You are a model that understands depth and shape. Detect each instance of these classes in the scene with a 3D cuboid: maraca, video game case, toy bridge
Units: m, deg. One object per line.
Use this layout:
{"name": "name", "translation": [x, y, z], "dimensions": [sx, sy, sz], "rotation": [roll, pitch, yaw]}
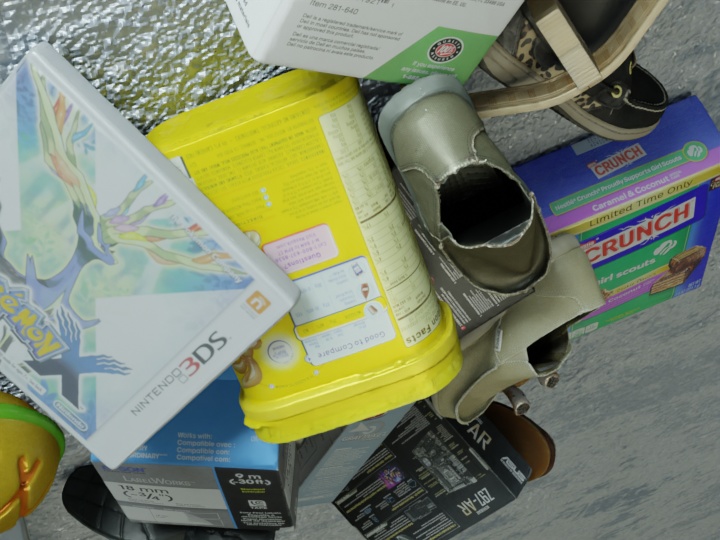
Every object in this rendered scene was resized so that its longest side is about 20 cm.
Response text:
{"name": "maraca", "translation": [-0.305, 0.138, 0.786], "dimensions": [0.137, 0.108, 0.199], "rotation": [-47, 144, 20]}
{"name": "video game case", "translation": [-0.164, 0.002, 0.640], "dimensions": [0.200, 0.022, 0.182], "rotation": [44, 116, -10]}
{"name": "toy bridge", "translation": [0.122, -0.137, 0.647], "dimensions": [0.198, 0.027, 0.067], "rotation": [-30, 132, 20]}

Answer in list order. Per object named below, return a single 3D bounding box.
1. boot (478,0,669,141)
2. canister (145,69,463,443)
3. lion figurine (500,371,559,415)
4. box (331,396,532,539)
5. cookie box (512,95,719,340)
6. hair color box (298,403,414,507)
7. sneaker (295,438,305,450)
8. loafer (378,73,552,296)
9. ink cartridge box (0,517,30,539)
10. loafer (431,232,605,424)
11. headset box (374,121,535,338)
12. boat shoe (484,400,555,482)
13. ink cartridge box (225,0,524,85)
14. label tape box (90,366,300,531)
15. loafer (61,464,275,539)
{"name": "boot", "translation": [0.172, -0.170, 0.704], "dimensions": [0.198, 0.074, 0.151], "rotation": [16, 131, -37]}
{"name": "canister", "translation": [-0.035, -0.011, 0.674], "dimensions": [0.146, 0.087, 0.202], "rotation": [-18, 112, 8]}
{"name": "lion figurine", "translation": [0.105, 0.065, 1.002], "dimensions": [0.073, 0.123, 0.199], "rotation": [-46, 129, 8]}
{"name": "box", "translation": [0.042, 0.182, 1.035], "dimensions": [0.200, 0.160, 0.044], "rotation": [-45, 178, 43]}
{"name": "cookie box", "translation": [0.216, -0.033, 0.937], "dimensions": [0.169, 0.076, 0.201], "rotation": [-21, 148, -4]}
{"name": "hair color box", "translation": [-0.022, 0.115, 0.965], "dimensions": [0.060, 0.100, 0.201], "rotation": [-1, 142, -34]}
{"name": "sneaker", "translation": [-0.135, 0.145, 0.973], "dimensions": [0.107, 0.068, 0.201], "rotation": [22, 145, -24]}
{"name": "loafer", "translation": [0.070, -0.031, 0.660], "dimensions": [0.075, 0.070, 0.200], "rotation": [-31, 142, 10]}
{"name": "ink cartridge box", "translation": [-0.355, 0.312, 0.976], "dimensions": [0.143, 0.146, 0.201], "rotation": [-13, 147, -20]}
{"name": "loafer", "translation": [0.121, 0.061, 0.856], "dimensions": [0.075, 0.069, 0.201], "rotation": [-16, 146, -42]}
{"name": "headset box", "translation": [0.000, 0.000, 0.779], "dimensions": [0.199, 0.075, 0.149], "rotation": [-34, 122, 13]}
{"name": "boat shoe", "translation": [0.104, 0.154, 1.067], "dimensions": [0.070, 0.198, 0.072], "rotation": [8, 96, -56]}
{"name": "ink cartridge box", "translation": [0.034, -0.196, 0.548], "dimensions": [0.143, 0.085, 0.201], "rotation": [1, 141, -37]}
{"name": "label tape box", "translation": [-0.125, 0.132, 0.829], "dimensions": [0.142, 0.064, 0.201], "rotation": [2, 148, 4]}
{"name": "loafer", "translation": [-0.172, 0.227, 0.989], "dimensions": [0.197, 0.074, 0.073], "rotation": [15, 154, 6]}
